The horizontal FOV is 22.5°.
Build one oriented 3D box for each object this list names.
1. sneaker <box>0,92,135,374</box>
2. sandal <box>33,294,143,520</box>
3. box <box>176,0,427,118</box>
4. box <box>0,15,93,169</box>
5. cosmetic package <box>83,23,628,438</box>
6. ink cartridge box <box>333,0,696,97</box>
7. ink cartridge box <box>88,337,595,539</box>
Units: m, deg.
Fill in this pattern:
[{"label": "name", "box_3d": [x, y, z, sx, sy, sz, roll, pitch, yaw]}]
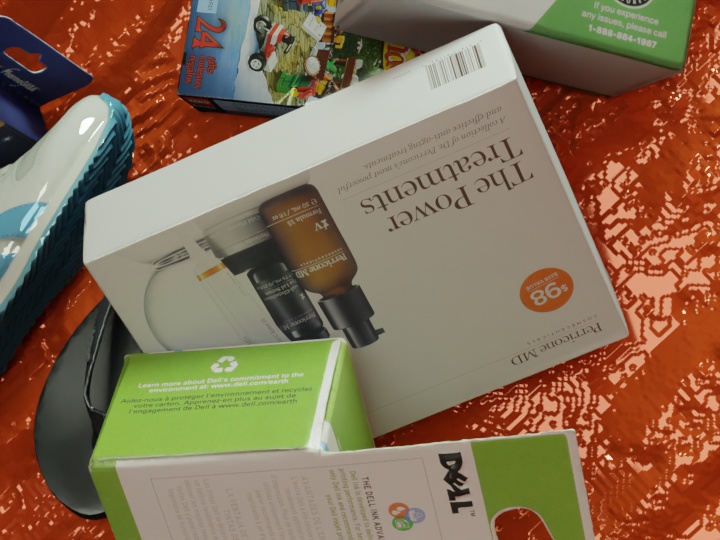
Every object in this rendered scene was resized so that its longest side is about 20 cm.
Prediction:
[{"label": "sneaker", "box_3d": [-0.186, -0.009, 0.880, 0.081, 0.077, 0.200, 38, 91, 11]}, {"label": "sandal", "box_3d": [-0.098, 0.024, 0.871, 0.076, 0.043, 0.201, 30, 89, 16]}, {"label": "box", "box_3d": [-0.005, -0.171, 0.882, 0.136, 0.038, 0.201, 7, 83, 15]}, {"label": "box", "box_3d": [-0.234, -0.058, 0.876, 0.199, 0.121, 0.033, -23, 76, 9]}, {"label": "cosmetic package", "box_3d": [0.000, 0.000, 0.801, 0.199, 0.151, 0.052, -23, 37, 10]}, {"label": "ink cartridge box", "box_3d": [0.081, -0.195, 0.814, 0.144, 0.084, 0.201, 12, 83, -15]}, {"label": "ink cartridge box", "box_3d": [0.003, 0.106, 0.778, 0.199, 0.148, 0.076, -6, 36, 12]}]
